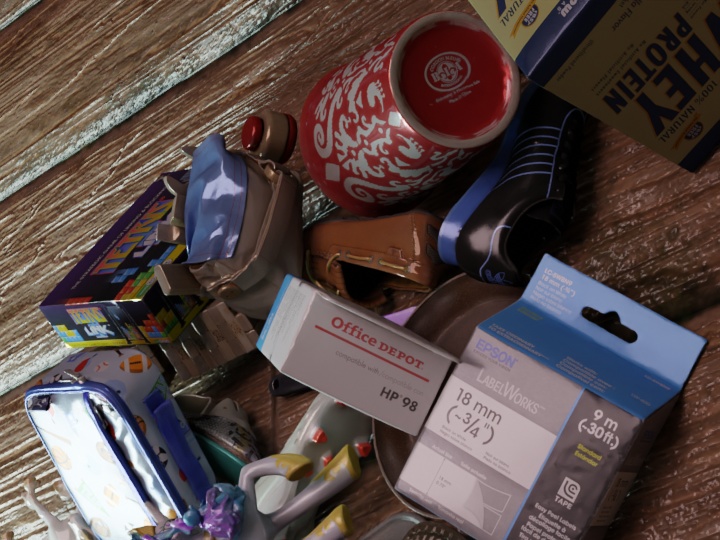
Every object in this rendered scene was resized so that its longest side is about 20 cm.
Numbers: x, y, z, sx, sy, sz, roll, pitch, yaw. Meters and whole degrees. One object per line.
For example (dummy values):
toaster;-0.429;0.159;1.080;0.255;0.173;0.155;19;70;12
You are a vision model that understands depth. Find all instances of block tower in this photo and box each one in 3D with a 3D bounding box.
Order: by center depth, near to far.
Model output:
block tower;-0.174;0.072;1.715;0.199;0.054;0.058;-26;17;22

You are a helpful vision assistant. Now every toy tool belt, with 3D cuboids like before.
toy tool belt;-0.115;-0.059;1.613;0.125;0.122;0.201;-43;41;52

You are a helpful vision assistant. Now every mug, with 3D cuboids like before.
mug;0.050;-0.145;1.505;0.178;0.133;0.200;-62;10;-16

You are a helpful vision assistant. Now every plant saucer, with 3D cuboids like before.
plant saucer;0.091;0.097;1.463;0.200;0.032;0.201;-23;55;38

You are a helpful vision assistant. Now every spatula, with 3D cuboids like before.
spatula;-0.008;0.078;1.595;0.199;0.020;0.057;-22;66;42

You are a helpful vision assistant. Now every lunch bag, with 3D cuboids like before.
lunch bag;-0.201;0.159;1.641;0.160;0.201;0.076;-4;30;49

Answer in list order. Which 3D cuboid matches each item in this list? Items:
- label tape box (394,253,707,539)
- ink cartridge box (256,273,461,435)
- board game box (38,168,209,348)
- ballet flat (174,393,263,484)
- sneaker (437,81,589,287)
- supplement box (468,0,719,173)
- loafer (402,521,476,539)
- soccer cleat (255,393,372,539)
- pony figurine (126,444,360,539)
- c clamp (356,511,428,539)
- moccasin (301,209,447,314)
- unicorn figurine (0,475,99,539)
label tape box;0.134;0.103;1.348;0.144;0.063;0.201;29;95;24
ink cartridge box;-0.005;0.062;1.407;0.067;0.115;0.200;-64;10;0
board game box;-0.177;-0.017;1.736;0.165;0.057;0.200;-4;38;46
ballet flat;-0.140;0.142;1.681;0.200;0.072;0.073;5;75;48
sneaker;0.142;-0.075;1.462;0.078;0.070;0.201;25;78;35
supplement box;0.184;-0.209;1.384;0.134;0.199;0.200;-50;43;19
loafer;0.097;0.243;1.356;0.200;0.067;0.076;27;89;50
soccer cleat;-0.050;0.167;1.564;0.077;0.069;0.201;32;99;54
pony figurine;-0.086;0.241;1.472;0.199;0.167;0.194;-22;59;15
c clamp;0.011;0.278;1.467;0.200;0.027;0.172;-34;49;32
moccasin;0.001;0.001;1.584;0.201;0.073;0.078;-3;65;47
unicorn figurine;-0.294;0.263;1.794;0.138;0.074;0.201;55;128;37
